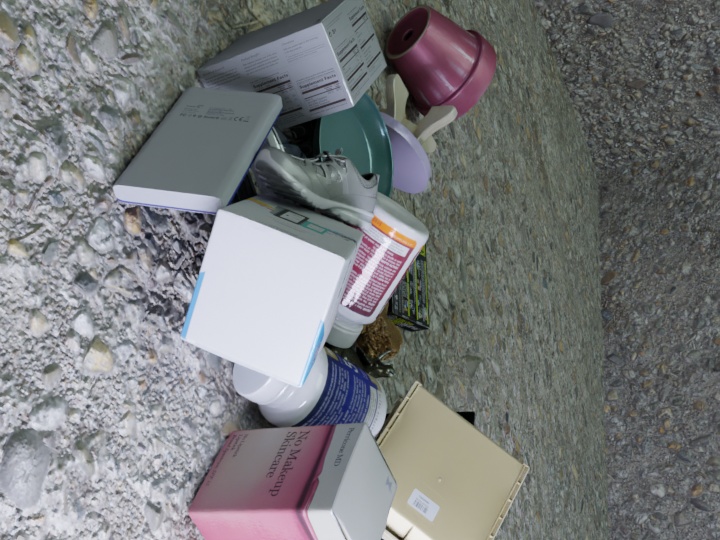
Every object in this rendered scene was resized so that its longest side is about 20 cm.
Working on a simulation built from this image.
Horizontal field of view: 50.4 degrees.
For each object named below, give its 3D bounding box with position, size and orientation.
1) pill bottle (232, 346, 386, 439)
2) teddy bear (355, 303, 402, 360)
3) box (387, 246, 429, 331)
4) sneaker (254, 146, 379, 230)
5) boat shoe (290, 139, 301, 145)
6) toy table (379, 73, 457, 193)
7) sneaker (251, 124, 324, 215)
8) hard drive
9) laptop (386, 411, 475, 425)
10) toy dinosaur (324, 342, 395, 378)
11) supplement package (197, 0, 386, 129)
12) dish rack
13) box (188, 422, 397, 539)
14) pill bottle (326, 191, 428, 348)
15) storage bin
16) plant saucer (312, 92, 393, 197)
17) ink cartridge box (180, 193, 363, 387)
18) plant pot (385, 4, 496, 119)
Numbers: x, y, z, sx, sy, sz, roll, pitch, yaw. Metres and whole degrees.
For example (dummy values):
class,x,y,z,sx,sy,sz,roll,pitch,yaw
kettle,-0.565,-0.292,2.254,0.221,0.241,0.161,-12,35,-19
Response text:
class,x,y,z,sx,sy,sz,roll,pitch,yaw
pill bottle,-0.067,0.158,1.005,0.199,0.118,0.122,37,49,-39
teddy bear,-0.002,0.054,1.248,0.202,0.066,0.146,57,26,-26
box,0.074,-0.002,1.419,0.159,0.043,0.206,25,60,-58
sneaker,-0.050,-0.117,0.939,0.198,0.074,0.084,22,88,-50
boat shoe,-0.053,-0.187,1.221,0.198,0.067,0.074,-18,104,-47
toy table,0.077,-0.248,1.384,0.119,0.180,0.201,-65,151,-24
sneaker,-0.085,-0.111,1.004,0.079,0.078,0.204,-33,121,-28
hard drive,-0.182,-0.145,0.886,0.026,0.128,0.202,85,18,-44
laptop,0.089,0.336,1.186,0.116,0.182,0.206,-14,99,-71
toy dinosaur,-0.038,0.131,1.148,0.199,0.077,0.104,38,34,-24
supplement package,-0.088,-0.274,1.031,0.113,0.196,0.157,65,30,-25
dish rack,-0.108,-0.124,1.075,0.199,0.054,0.157,-40,116,-48
box,-0.075,0.262,0.880,0.111,0.196,0.129,64,31,-27
pill bottle,0.000,0.000,1.080,0.113,0.202,0.114,31,15,-9
storage bin,0.096,0.295,1.040,0.198,0.094,0.200,36,60,5
plant saucer,-0.015,-0.170,1.134,0.198,0.035,0.206,11,77,-57
ink cartridge box,-0.092,0.012,0.878,0.200,0.143,0.150,-59,170,-79
plant pot,0.154,-0.437,1.578,0.178,0.198,0.204,33,51,-34
